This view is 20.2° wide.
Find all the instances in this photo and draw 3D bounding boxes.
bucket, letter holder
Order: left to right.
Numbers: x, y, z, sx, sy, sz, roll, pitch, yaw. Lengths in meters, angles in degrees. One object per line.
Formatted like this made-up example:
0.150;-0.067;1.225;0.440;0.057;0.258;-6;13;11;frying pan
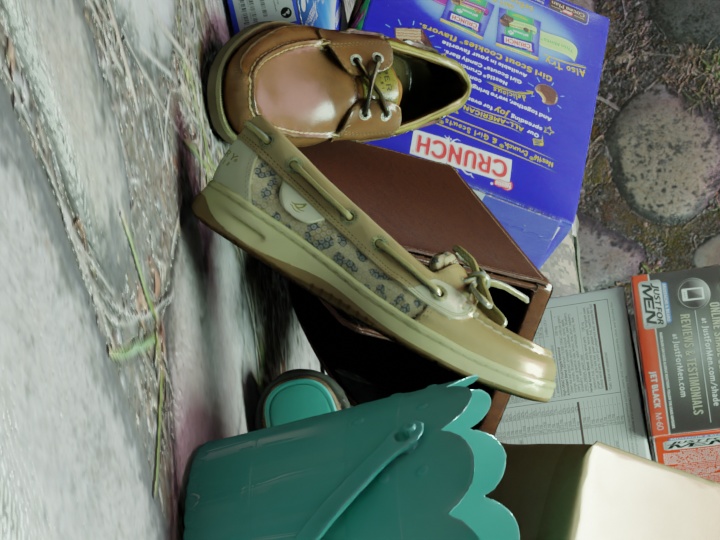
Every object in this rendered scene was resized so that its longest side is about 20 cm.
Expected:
0.000;0.000;1.140;0.200;0.142;0.101;-122;-130;-65;letter holder
0.005;0.157;0.934;0.207;0.134;0.208;-10;90;-82;bucket

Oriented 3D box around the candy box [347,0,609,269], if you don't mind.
0.065;-0.110;1.342;0.077;0.169;0.200;119;-10;-48;candy box

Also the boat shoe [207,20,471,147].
-0.007;-0.107;1.139;0.200;0.068;0.072;-18;106;-57;boat shoe

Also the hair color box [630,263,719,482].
0.220;0.083;1.348;0.200;0.064;0.111;66;18;-67;hair color box

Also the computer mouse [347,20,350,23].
-0.014;-0.080;1.404;0.140;0.046;0.201;-12;98;-76;computer mouse

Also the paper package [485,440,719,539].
0.132;0.207;1.103;0.190;0.103;0.201;22;73;-37;paper package

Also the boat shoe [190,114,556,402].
0.015;-0.002;0.988;0.063;0.200;0.073;-59;-178;-3;boat shoe

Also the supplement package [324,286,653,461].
0.091;0.116;1.342;0.152;0.199;0.151;61;22;-69;supplement package

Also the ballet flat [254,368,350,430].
-0.014;0.152;1.073;0.068;0.068;0.201;87;-4;-81;ballet flat

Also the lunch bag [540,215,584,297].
0.097;0.044;1.575;0.139;0.167;0.201;65;18;-64;lunch bag

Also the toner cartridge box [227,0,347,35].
-0.044;-0.169;1.259;0.200;0.043;0.095;-78;159;-68;toner cartridge box
